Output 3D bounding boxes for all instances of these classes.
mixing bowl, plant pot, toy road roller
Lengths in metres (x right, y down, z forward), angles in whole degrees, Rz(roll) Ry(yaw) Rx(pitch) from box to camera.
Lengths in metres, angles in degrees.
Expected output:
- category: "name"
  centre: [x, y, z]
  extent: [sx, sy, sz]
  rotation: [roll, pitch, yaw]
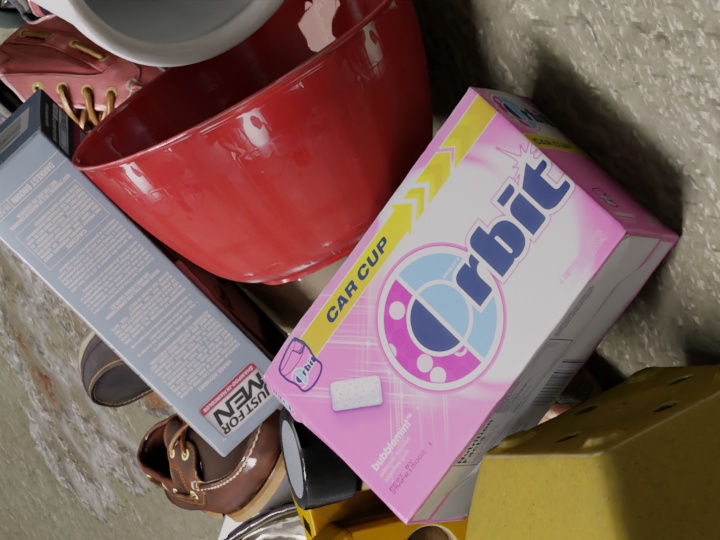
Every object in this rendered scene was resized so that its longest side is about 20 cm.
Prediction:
- category: "mixing bowl"
  centre: [-0.038, -0.063, 1.417]
  extent: [0.109, 0.200, 0.200]
  rotation: [59, 156, -14]
- category: "plant pot"
  centre: [0.163, 0.155, 1.332]
  extent: [0.194, 0.195, 0.201]
  rotation: [-7, 104, 63]
- category: "toy road roller"
  centre: [0.021, 0.143, 1.509]
  extent: [0.146, 0.122, 0.201]
  rotation: [179, 79, -77]

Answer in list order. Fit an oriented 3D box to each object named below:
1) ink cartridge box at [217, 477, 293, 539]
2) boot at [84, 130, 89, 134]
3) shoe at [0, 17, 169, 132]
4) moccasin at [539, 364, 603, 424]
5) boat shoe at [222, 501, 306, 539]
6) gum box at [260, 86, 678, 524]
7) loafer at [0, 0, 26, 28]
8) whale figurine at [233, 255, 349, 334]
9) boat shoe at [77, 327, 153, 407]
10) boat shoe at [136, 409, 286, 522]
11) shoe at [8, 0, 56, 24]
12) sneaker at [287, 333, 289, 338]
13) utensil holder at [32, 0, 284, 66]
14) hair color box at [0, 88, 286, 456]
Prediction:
- category: "ink cartridge box"
  centre: [-0.004, 0.224, 1.830]
  extent: [0.200, 0.084, 0.145]
  rotation: [50, 154, 16]
- category: "boot"
  centre: [-0.152, -0.048, 1.631]
  extent: [0.095, 0.074, 0.200]
  rotation: [40, 176, -9]
- category: "shoe"
  centre: [-0.161, -0.102, 1.706]
  extent: [0.200, 0.091, 0.072]
  rotation: [35, 147, 40]
- category: "moccasin"
  centre: [0.121, 0.140, 1.525]
  extent: [0.078, 0.073, 0.202]
  rotation: [49, 146, 40]
- category: "boat shoe"
  centre: [-0.010, 0.167, 1.702]
  extent: [0.199, 0.065, 0.072]
  rotation: [-16, 92, 32]
- category: "gum box"
  centre: [0.051, 0.023, 1.372]
  extent: [0.113, 0.066, 0.200]
  rotation: [44, 108, 25]
- category: "loafer"
  centre: [-0.280, -0.244, 1.825]
  extent: [0.200, 0.072, 0.063]
  rotation: [41, 132, 18]
- category: "whale figurine"
  centre: [0.000, 0.000, 1.573]
  extent: [0.200, 0.104, 0.159]
  rotation: [43, 166, -33]
- category: "boat shoe"
  centre: [-0.116, 0.048, 1.744]
  extent: [0.200, 0.074, 0.074]
  rotation: [-39, 55, 45]
- category: "boat shoe"
  centre: [-0.094, 0.117, 1.713]
  extent: [0.070, 0.071, 0.200]
  rotation: [30, 160, -11]
- category: "shoe"
  centre: [-0.150, -0.174, 1.607]
  extent: [0.200, 0.091, 0.072]
  rotation: [34, 158, 43]
- category: "sneaker"
  centre: [0.011, 0.094, 1.667]
  extent: [0.201, 0.090, 0.070]
  rotation: [-108, 10, -48]
- category: "utensil holder"
  centre: [-0.144, -0.217, 1.465]
  extent: [0.200, 0.170, 0.171]
  rotation: [29, 143, 48]
- category: "hair color box"
  centre: [-0.125, 0.000, 1.488]
  extent: [0.200, 0.061, 0.099]
  rotation: [46, -173, -17]
